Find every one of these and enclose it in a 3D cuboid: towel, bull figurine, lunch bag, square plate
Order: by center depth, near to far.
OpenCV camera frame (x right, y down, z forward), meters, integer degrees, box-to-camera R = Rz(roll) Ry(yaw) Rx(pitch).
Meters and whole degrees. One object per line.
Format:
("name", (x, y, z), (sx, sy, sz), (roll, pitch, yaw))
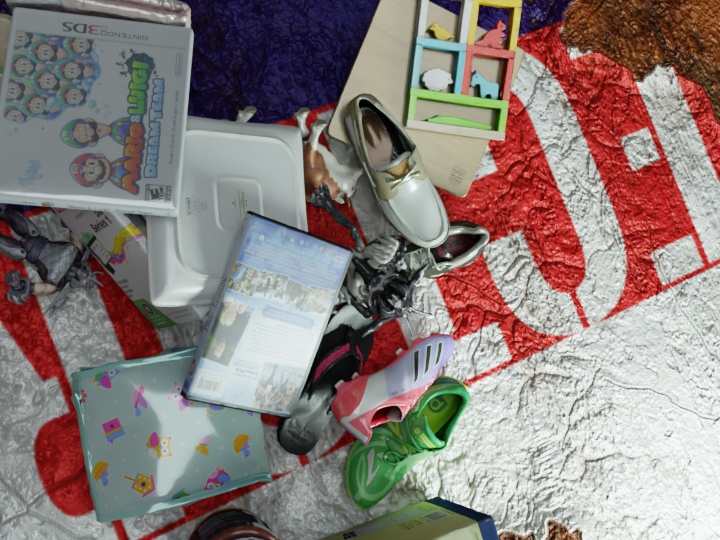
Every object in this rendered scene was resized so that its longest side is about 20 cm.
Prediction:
("square plate", (-0.133, -0.066, 0.914), (0.195, 0.028, 0.205), (0, 80, -37))
("towel", (-0.286, -0.257, 0.957), (0.187, 0.200, 0.033), (7, 79, -13))
("lunch bag", (-0.213, 0.175, 0.960), (0.196, 0.122, 0.174), (-9, 86, -21))
("bull figurine", (-0.091, -0.132, 1.044), (0.195, 0.066, 0.123), (-3, 124, -9))

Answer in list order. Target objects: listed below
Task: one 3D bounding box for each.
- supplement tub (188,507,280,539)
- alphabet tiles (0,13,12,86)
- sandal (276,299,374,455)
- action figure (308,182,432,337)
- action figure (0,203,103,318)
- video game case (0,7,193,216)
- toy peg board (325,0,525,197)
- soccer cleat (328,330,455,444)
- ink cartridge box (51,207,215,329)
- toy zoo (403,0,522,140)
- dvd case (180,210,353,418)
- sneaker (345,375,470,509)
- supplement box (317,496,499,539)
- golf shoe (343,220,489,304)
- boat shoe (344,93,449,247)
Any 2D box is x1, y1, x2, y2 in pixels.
("supplement tub", (-0.134, 0.314, 0.919), (0.105, 0.200, 0.110), (2, 83, -14))
("alphabet tiles", (-0.369, -0.185, 0.944), (0.191, 0.202, 0.015), (5, 43, -13))
("sandal", (-0.032, 0.133, 1.043), (0.075, 0.045, 0.203), (33, 78, -27))
("action figure", (0.000, 0.000, 1.002), (0.200, 0.102, 0.119), (43, 99, 2))
("action figure", (-0.379, -0.032, 0.970), (0.198, 0.069, 0.132), (33, 58, -13))
("video game case", (-0.262, -0.157, 0.848), (0.178, 0.024, 0.204), (4, 73, -10))
("toy peg board", (0.077, -0.228, 1.118), (0.197, 0.098, 0.202), (23, 93, -10))
("soccer cleat", (0.051, 0.140, 1.038), (0.198, 0.067, 0.077), (-23, 60, -36))
("ink cartridge box", (-0.238, -0.042, 0.943), (0.084, 0.144, 0.201), (-47, 108, -29))
("toy zoo", (0.128, -0.271, 1.060), (0.128, 0.020, 0.205), (6, 96, -9))
("dvd case", (-0.096, 0.053, 0.915), (0.141, 0.017, 0.204), (18, 94, -40))
("sneaker", (0.057, 0.202, 1.045), (0.074, 0.083, 0.200), (46, 75, -5))
("supplement box", (0.045, 0.359, 0.960), (0.196, 0.200, 0.137), (-16, 85, -15))
("golf shoe", (0.068, -0.018, 1.077), (0.197, 0.088, 0.079), (-23, 90, -14))
("boat shoe", (0.040, -0.116, 1.020), (0.074, 0.068, 0.202), (-33, 87, -3))
